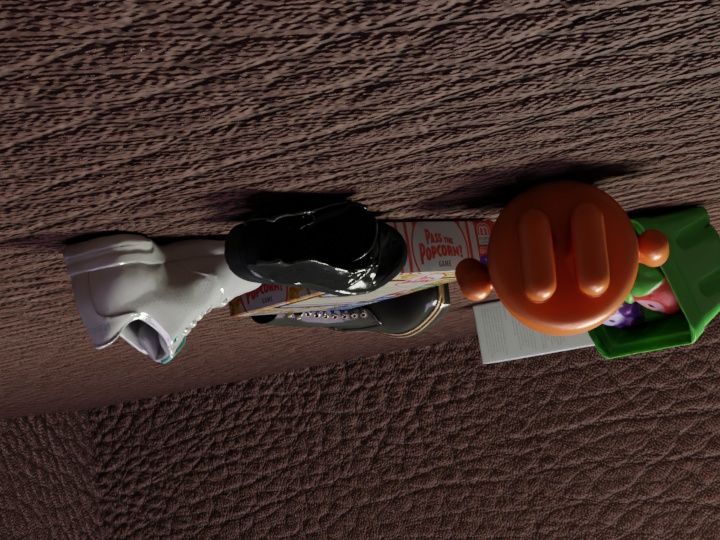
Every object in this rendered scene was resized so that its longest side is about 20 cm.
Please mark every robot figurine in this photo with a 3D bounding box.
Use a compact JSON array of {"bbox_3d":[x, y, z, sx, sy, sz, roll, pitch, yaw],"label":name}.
[{"bbox_3d":[0.156,-0.007,1.003,0.144,0.117,0.200,-45,170,3],"label":"robot figurine"}]

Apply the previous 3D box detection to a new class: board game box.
[{"bbox_3d":[0.000,0.000,1.132,0.151,0.047,0.199,-3,171,-45],"label":"board game box"}]

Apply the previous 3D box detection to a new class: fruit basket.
[{"bbox_3d":[0.252,0.019,1.309,0.215,0.156,0.216,-26,179,0],"label":"fruit basket"}]

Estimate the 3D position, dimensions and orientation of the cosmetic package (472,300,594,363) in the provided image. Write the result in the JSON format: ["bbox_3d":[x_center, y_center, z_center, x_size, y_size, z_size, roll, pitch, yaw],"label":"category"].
[{"bbox_3d":[0.294,0.088,2.097,0.199,0.102,0.071,-11,174,21],"label":"cosmetic package"}]

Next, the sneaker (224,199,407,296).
[{"bbox_3d":[-0.016,-0.016,0.910,0.199,0.060,0.104,1,173,-42],"label":"sneaker"}]

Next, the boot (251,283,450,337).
[{"bbox_3d":[-0.017,0.035,1.318,0.138,0.078,0.200,2,167,-39],"label":"boot"}]

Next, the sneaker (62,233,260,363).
[{"bbox_3d":[-0.140,0.024,0.951,0.075,0.089,0.200,-15,172,33],"label":"sneaker"}]
